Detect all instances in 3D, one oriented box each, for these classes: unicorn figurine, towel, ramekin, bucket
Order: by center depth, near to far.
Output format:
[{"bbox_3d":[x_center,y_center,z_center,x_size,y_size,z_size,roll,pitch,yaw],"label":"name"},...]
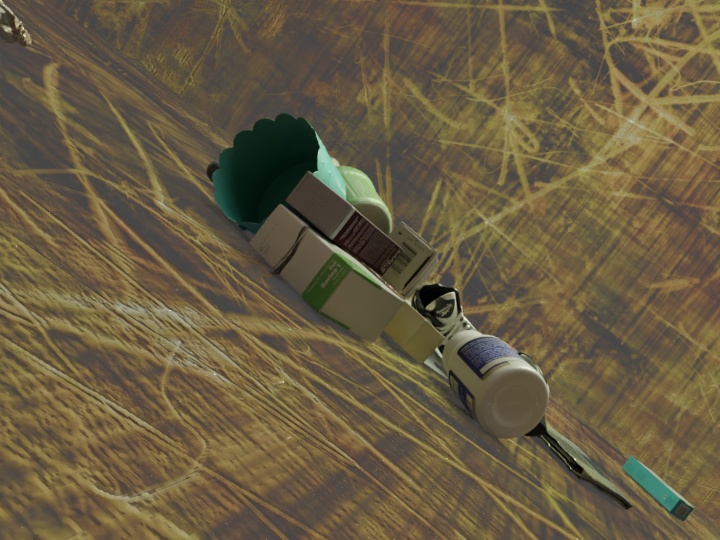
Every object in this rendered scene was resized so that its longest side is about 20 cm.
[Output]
[{"bbox_3d":[-0.130,-0.140,1.345,0.207,0.207,0.135,40,-4,35],"label":"bucket"},{"bbox_3d":[-0.627,-0.443,1.365,0.201,0.074,0.137,53,-2,13],"label":"unicorn figurine"},{"bbox_3d":[-0.039,-0.079,1.473,0.200,0.200,0.098,32,14,-47],"label":"ramekin"},{"bbox_3d":[0.417,0.372,1.570,0.200,0.035,0.193,37,7,-34],"label":"towel"}]

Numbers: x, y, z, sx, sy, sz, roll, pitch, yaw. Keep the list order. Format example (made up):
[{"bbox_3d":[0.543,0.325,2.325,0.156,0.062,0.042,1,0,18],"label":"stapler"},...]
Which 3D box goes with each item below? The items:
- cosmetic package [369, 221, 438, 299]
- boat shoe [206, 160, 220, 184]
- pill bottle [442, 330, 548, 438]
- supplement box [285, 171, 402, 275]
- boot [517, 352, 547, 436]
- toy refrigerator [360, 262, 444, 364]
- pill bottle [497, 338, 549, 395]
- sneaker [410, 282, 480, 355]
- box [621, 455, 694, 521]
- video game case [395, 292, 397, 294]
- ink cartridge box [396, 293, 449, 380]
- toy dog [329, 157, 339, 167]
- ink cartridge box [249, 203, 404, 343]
[{"bbox_3d":[0.082,-0.014,1.498,0.087,0.104,0.200,40,2,8],"label":"cosmetic package"},{"bbox_3d":[-0.217,-0.159,1.616,0.091,0.071,0.200,46,10,35],"label":"boat shoe"},{"bbox_3d":[0.206,0.172,1.301,0.119,0.120,0.200,35,5,-22],"label":"pill bottle"},{"bbox_3d":[-0.022,-0.070,1.271,0.109,0.061,0.200,40,3,31],"label":"supplement box"},{"bbox_3d":[0.286,0.201,1.480,0.200,0.067,0.131,52,34,-35],"label":"boot"},{"bbox_3d":[0.050,0.074,1.416,0.200,0.070,0.076,43,0,43],"label":"toy refrigerator"},{"bbox_3d":[0.300,0.219,1.624,0.200,0.112,0.111,34,6,-44],"label":"pill bottle"},{"bbox_3d":[0.160,0.095,1.432,0.200,0.079,0.130,54,-6,24],"label":"sneaker"},{"bbox_3d":[0.824,0.603,2.250,0.082,0.049,0.200,35,5,-31],"label":"box"},{"bbox_3d":[0.022,0.013,2.108,0.143,0.018,0.200,34,5,-33],"label":"video game case"},{"bbox_3d":[0.126,0.150,1.513,0.162,0.057,0.201,36,26,-28],"label":"ink cartridge box"},{"bbox_3d":[-0.120,-0.153,1.785,0.131,0.201,0.097,5,40,-32],"label":"toy dog"},{"bbox_3d":[-0.053,0.003,1.201,0.200,0.085,0.146,42,5,39],"label":"ink cartridge box"}]
